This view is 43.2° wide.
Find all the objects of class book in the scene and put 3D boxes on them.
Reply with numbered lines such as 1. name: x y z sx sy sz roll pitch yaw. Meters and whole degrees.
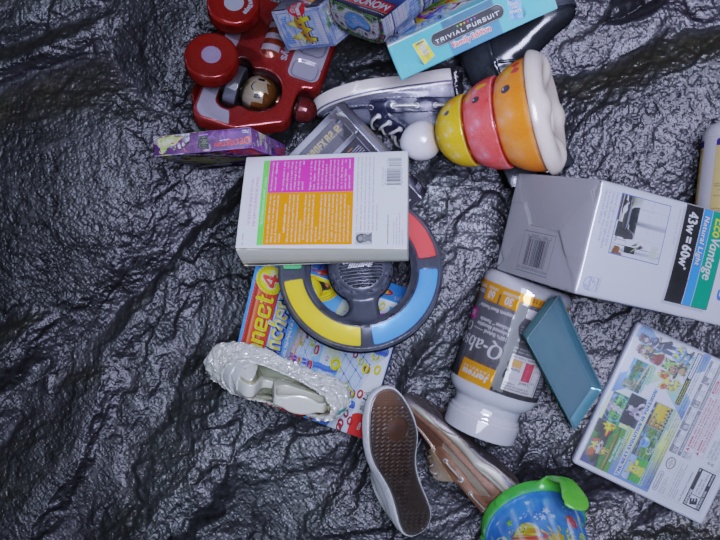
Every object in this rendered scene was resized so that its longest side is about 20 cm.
1. book: -0.042 -0.077 1.079 0.198 0.048 0.135 -1 65 6

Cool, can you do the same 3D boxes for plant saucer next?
1. plant saucer: 0.247 0.114 1.112 0.019 0.201 0.070 23 65 43

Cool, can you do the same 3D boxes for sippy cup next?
1. sippy cup: 0.226 0.351 1.111 0.138 0.131 0.179 -21 116 3

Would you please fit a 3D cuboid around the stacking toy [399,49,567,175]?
1. stacking toy: 0.139 -0.169 1.089 0.198 0.146 0.148 -12 90 21

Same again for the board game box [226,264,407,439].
1. board game box: -0.055 0.091 1.168 0.194 0.056 0.202 18 112 6

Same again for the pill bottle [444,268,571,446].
1. pill bottle: 0.180 0.108 1.141 0.115 0.116 0.202 19 93 6

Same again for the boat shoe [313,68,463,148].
1. boat shoe: 0.040 -0.195 1.170 0.198 0.075 0.094 -10 84 6

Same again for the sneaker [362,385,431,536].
1. sneaker: 0.032 0.237 1.165 0.072 0.085 0.202 -16 105 -21

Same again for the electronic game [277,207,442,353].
1. electronic game: 0.000 0.000 1.089 0.197 0.042 0.202 0 71 0

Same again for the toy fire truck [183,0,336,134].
1. toy fire truck: -0.124 -0.257 1.148 0.166 0.112 0.202 16 68 2

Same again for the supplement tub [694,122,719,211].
1. supplement tub: 0.474 -0.070 1.088 0.144 0.145 0.203 6 92 6

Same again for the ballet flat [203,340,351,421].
1. ballet flat: -0.109 0.140 1.132 0.198 0.072 0.073 15 93 8

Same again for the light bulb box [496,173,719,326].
1. light bulb box: 0.297 -0.029 1.055 0.198 0.198 0.126 12 95 -18

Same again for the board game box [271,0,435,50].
1. board game box: 0.003 -0.331 1.095 0.200 0.062 0.199 -42 48 -15

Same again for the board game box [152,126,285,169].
1. board game box: -0.169 -0.150 1.133 0.119 0.200 0.033 -9 91 7

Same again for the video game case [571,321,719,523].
1. video game case: 0.395 0.194 1.166 0.181 0.022 0.202 25 95 5

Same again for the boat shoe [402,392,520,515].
1. boat shoe: 0.116 0.241 1.174 0.200 0.076 0.072 42 97 6

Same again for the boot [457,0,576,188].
1. boot: 0.226 -0.222 1.153 0.163 0.066 0.202 -21 86 15

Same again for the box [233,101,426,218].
1. box: -0.040 -0.088 1.164 0.158 0.048 0.200 45 109 -4

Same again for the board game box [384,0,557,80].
1. board game box: 0.124 -0.311 1.118 0.198 0.151 0.047 -24 113 6
